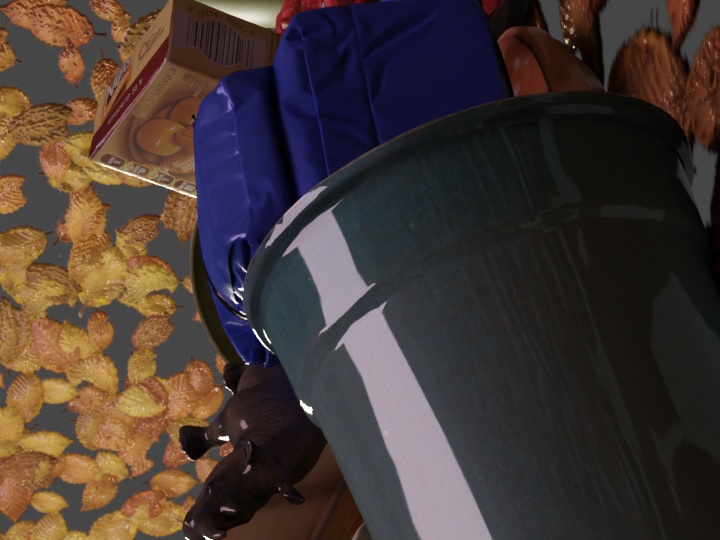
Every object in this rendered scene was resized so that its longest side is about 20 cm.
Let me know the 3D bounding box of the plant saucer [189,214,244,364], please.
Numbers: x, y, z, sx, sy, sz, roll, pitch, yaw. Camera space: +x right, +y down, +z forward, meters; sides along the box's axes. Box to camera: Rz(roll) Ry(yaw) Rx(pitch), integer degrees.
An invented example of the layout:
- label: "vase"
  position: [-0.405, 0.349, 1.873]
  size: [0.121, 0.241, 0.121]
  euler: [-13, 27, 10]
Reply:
- label: "plant saucer"
  position: [0.000, 0.000, 1.136]
  size: [0.031, 0.200, 0.200]
  euler: [-62, -29, -66]

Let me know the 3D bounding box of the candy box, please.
- label: "candy box"
  position: [-0.048, -0.083, 1.166]
  size: [0.115, 0.200, 0.055]
  euler: [-43, 34, 48]

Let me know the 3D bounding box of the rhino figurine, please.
- label: "rhino figurine"
  position: [-0.051, 0.088, 1.031]
  size: [0.060, 0.087, 0.200]
  euler: [54, -158, -13]

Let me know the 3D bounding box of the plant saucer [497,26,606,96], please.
- label: "plant saucer"
  position: [0.101, -0.026, 0.986]
  size: [0.200, 0.037, 0.200]
  euler: [174, 90, -82]

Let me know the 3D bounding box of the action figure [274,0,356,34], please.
- label: "action figure"
  position: [-0.027, -0.121, 1.200]
  size: [0.200, 0.065, 0.052]
  euler: [108, 163, -63]

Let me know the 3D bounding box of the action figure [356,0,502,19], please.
- label: "action figure"
  position: [0.017, -0.115, 1.037]
  size: [0.200, 0.065, 0.052]
  euler: [-45, 15, 23]

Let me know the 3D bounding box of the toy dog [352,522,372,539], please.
- label: "toy dog"
  position: [0.089, 0.200, 0.989]
  size: [0.194, 0.140, 0.200]
  euler: [29, 142, 22]

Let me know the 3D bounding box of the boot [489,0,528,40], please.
- label: "boot"
  position: [0.023, -0.198, 1.058]
  size: [0.068, 0.131, 0.200]
  euler: [-113, 19, -63]

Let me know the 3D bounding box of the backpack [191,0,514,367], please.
- label: "backpack"
  position: [0.005, -0.021, 0.967]
  size: [0.200, 0.168, 0.163]
  euler: [85, 180, -59]

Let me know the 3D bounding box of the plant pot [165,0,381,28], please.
- label: "plant pot"
  position: [-0.034, -0.227, 1.218]
  size: [0.200, 0.190, 0.200]
  euler: [174, 90, -82]

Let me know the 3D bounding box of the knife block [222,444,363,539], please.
- label: "knife block"
  position: [-0.042, 0.158, 1.020]
  size: [0.176, 0.064, 0.200]
  euler: [53, -146, -61]

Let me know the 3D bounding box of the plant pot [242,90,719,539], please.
- label: "plant pot"
  position: [0.075, 0.066, 0.766]
  size: [0.200, 0.200, 0.196]
  euler: [97, 156, -57]
